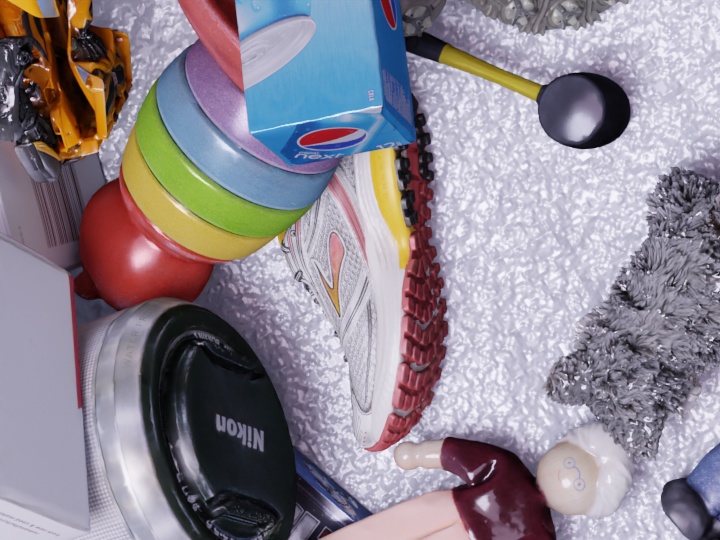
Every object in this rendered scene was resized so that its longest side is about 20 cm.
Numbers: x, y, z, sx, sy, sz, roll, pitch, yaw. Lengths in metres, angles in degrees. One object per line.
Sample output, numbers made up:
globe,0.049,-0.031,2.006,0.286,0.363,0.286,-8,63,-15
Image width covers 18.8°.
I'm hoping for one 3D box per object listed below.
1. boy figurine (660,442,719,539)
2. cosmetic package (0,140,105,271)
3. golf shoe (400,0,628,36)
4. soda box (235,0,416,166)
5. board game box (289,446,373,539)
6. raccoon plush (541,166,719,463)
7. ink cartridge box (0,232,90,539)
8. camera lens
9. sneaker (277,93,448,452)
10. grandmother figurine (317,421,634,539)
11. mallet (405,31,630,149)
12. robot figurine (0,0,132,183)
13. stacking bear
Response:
boy figurine,0.260,0.087,1.160,0.200,0.064,0.125,-40,85,17
cosmetic package,-0.268,-0.056,1.207,0.199,0.167,0.167,-15,93,13
golf shoe,0.057,-0.175,1.152,0.199,0.097,0.079,-6,129,-23
soda box,-0.023,-0.157,1.039,0.067,0.064,0.201,-10,75,14
board game box,-0.055,0.177,1.256,0.200,0.035,0.136,40,103,5
raccoon plush,0.151,0.015,1.114,0.097,0.200,0.134,37,83,23
ink cartridge box,-0.240,0.083,1.084,0.199,0.083,0.148,-21,60,25
camera lens,-0.146,0.113,1.165,0.199,0.160,0.161,-19,92,25
sneaker,0.000,0.000,1.209,0.082,0.078,0.201,-5,88,20
grandmother figurine,0.061,0.145,1.194,0.199,0.061,0.122,-27,92,0
mallet,0.050,-0.115,1.180,0.199,0.066,0.041,23,100,9
robot figurine,-0.166,-0.147,1.127,0.058,0.145,0.201,-8,118,11
stacking bear,-0.081,-0.055,1.159,0.200,0.121,0.114,-50,63,32
